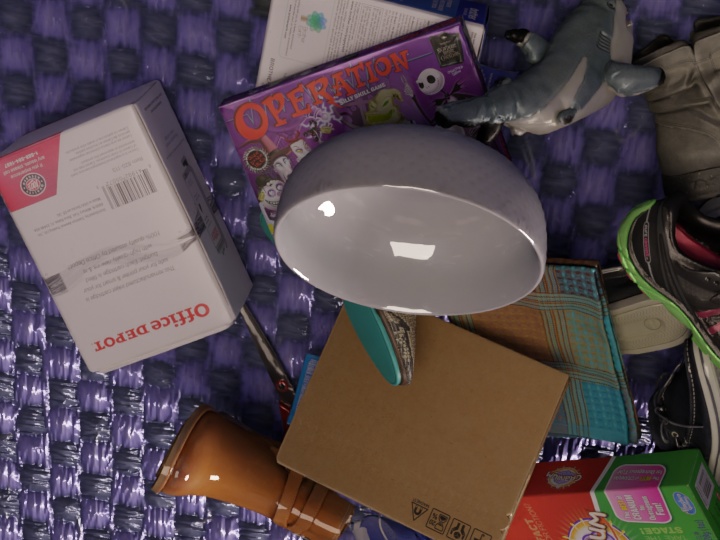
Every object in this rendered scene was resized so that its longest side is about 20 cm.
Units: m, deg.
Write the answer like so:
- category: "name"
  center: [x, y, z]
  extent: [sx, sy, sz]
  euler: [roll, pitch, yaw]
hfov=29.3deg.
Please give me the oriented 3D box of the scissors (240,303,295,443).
- category: "scissors"
  center: [-0.059, 0.111, 1.237]
  extent: [0.072, 0.014, 0.203]
  euler: [-6, 110, 14]

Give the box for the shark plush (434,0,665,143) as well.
- category: "shark plush"
  center: [0.129, -0.145, 1.027]
  extent: [0.198, 0.091, 0.084]
  euler: [-25, 97, -18]

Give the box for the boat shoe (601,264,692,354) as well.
- category: "boat shoe"
  center: [0.182, 0.033, 1.145]
  extent: [0.197, 0.068, 0.072]
  euler: [-10, 131, 27]

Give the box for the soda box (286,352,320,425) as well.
- category: "soda box"
  center: [0.044, 0.128, 1.165]
  extent: [0.197, 0.068, 0.065]
  euler: [15, 83, 16]

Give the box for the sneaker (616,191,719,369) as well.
- category: "sneaker"
  center: [0.280, 0.018, 1.019]
  extent: [0.199, 0.077, 0.084]
  euler: [37, 144, -3]

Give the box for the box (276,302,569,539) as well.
- category: "box"
  center: [0.050, 0.121, 1.116]
  extent: [0.198, 0.021, 0.165]
  euler: [23, 84, 18]

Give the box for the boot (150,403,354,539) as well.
- category: "boot"
  center: [-0.082, 0.181, 1.157]
  extent: [0.154, 0.200, 0.074]
  euler: [33, 99, 10]

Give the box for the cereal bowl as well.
- category: "cereal bowl"
  center: [0.039, -0.045, 0.987]
  extent: [0.197, 0.084, 0.201]
  euler: [7, 156, 3]

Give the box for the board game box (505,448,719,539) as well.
- category: "board game box"
  center: [0.221, 0.226, 1.171]
  extent: [0.198, 0.040, 0.154]
  euler: [-12, 122, 38]

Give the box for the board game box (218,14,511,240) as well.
- category: "board game box"
  center: [0.004, -0.105, 1.051]
  extent: [0.197, 0.032, 0.121]
  euler: [-17, 106, 16]

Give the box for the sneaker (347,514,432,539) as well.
- category: "sneaker"
  center: [0.068, 0.242, 1.206]
  extent: [0.114, 0.200, 0.081]
  euler: [-29, 61, 5]

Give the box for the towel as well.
- category: "towel"
  center: [0.144, 0.067, 1.129]
  extent: [0.145, 0.022, 0.202]
  euler: [3, 133, 27]

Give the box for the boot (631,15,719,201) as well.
- category: "boot"
  center: [0.312, -0.135, 1.054]
  extent: [0.197, 0.068, 0.133]
  euler: [-12, 104, 12]

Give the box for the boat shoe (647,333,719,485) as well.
- category: "boat shoe"
  center: [0.266, 0.118, 1.123]
  extent: [0.061, 0.075, 0.201]
  euler: [-1, 144, 10]

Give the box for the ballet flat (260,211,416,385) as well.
- category: "ballet flat"
  center: [0.000, 0.000, 1.117]
  extent: [0.200, 0.075, 0.068]
  euler: [49, 154, 22]

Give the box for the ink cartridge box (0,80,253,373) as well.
- category: "ink cartridge box"
  center: [-0.198, -0.035, 1.159]
  extent: [0.145, 0.083, 0.202]
  euler: [-19, 107, 15]

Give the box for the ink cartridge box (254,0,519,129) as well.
- category: "ink cartridge box"
  center: [0.022, -0.151, 1.082]
  extent: [0.197, 0.077, 0.138]
  euler: [15, 115, 4]

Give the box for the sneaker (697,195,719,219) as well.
- category: "sneaker"
  center: [0.350, 0.022, 1.096]
  extent: [0.198, 0.087, 0.081]
  euler: [24, 114, -1]
